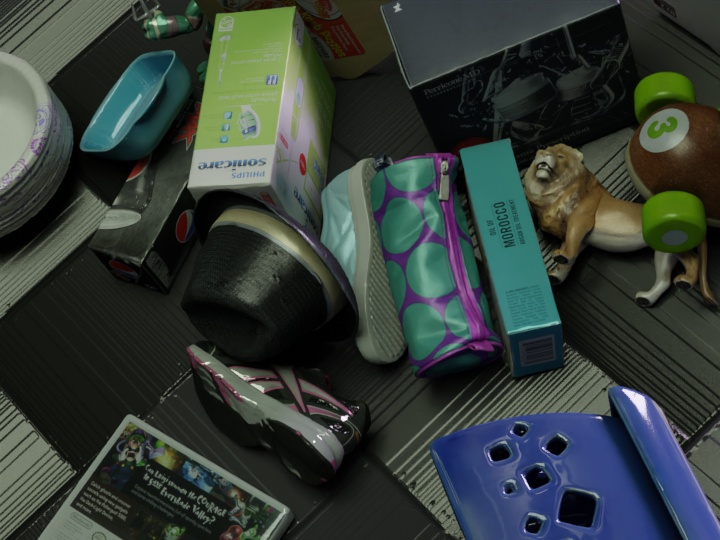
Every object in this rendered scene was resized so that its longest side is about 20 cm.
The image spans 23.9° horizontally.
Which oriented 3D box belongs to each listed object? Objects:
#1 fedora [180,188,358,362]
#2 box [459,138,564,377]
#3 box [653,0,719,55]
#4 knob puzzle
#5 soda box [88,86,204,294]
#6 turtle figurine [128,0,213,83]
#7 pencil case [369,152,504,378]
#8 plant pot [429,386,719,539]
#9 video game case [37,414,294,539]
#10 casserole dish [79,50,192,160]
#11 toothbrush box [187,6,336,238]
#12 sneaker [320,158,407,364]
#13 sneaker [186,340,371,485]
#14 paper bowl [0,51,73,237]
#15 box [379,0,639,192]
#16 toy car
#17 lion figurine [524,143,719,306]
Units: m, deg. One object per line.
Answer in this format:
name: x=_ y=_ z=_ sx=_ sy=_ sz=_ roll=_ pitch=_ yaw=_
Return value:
fedora: x=-0.098 y=0.020 z=1.507 sx=0.200 sy=0.201 sz=0.092 roll=28 pitch=60 yaw=29
box: x=0.135 y=-0.012 z=1.517 sx=0.049 sy=0.082 sz=0.200 roll=-13 pitch=58 yaw=1
box: x=0.366 y=-0.285 z=1.527 sx=0.131 sy=0.200 sz=0.199 roll=-42 pitch=57 yaw=-8
knob puzzle: x=-0.044 y=-0.253 z=1.647 sx=0.219 sy=0.220 sz=0.031 roll=-4 pitch=60 yaw=16
soda box: x=-0.184 y=-0.082 z=1.678 sx=0.071 sy=0.063 sz=0.200 roll=17 pitch=67 yaw=26
turtle figurine: x=-0.158 y=-0.280 z=1.698 sx=0.100 sy=0.200 sz=0.150 roll=19 pitch=66 yaw=21
pencil case: x=0.067 y=-0.007 z=1.514 sx=0.085 sy=0.092 sz=0.200 roll=-2 pitch=69 yaw=-33
plant pot: x=0.180 y=0.218 z=1.310 sx=0.179 sy=0.200 sz=0.200 roll=-22 pitch=56 yaw=-2
video game case: x=-0.185 y=0.246 z=1.515 sx=0.200 sy=0.023 sz=0.182 roll=26 pitch=73 yaw=30
casserole dish: x=-0.221 y=-0.159 z=1.696 sx=0.121 sy=0.039 sz=0.200 roll=-58 pitch=22 yaw=-9
toothbrush box: x=-0.090 y=-0.128 z=1.623 sx=0.086 sy=0.146 sz=0.200 roll=-2 pitch=60 yaw=17
sneaker: x=0.000 y=0.000 z=1.577 sx=0.082 sy=0.074 sz=0.200 roll=-25 pitch=56 yaw=40
sneaker: x=-0.071 y=0.117 z=1.531 sx=0.200 sy=0.080 sz=0.086 roll=33 pitch=53 yaw=32
paper bowl: x=-0.390 y=-0.117 z=1.741 sx=0.200 sy=0.104 sz=0.201 roll=-8 pitch=58 yaw=14
box: x=0.143 y=-0.190 z=1.558 sx=0.200 sy=0.182 sz=0.104 roll=-22 pitch=56 yaw=6
toy car: x=0.330 y=-0.124 z=1.427 sx=0.157 sy=0.200 sz=0.165 roll=14 pitch=54 yaw=-14
lion figurine: x=0.236 y=-0.040 z=1.519 sx=0.200 sy=0.073 sz=0.123 roll=18 pitch=60 yaw=11
